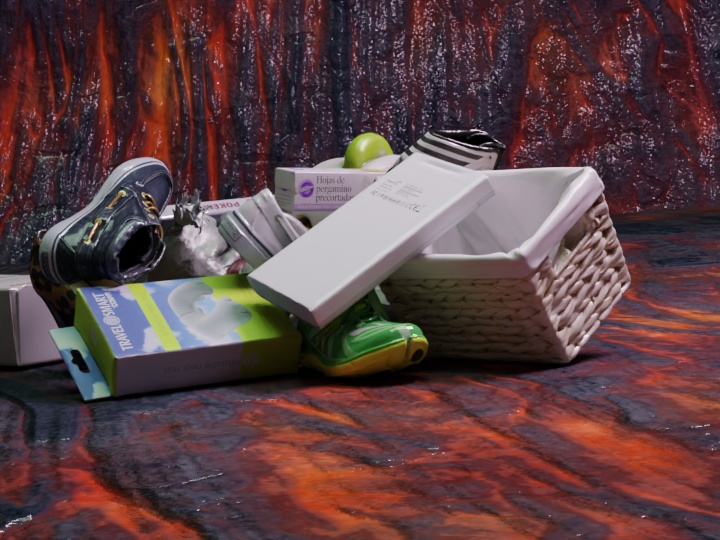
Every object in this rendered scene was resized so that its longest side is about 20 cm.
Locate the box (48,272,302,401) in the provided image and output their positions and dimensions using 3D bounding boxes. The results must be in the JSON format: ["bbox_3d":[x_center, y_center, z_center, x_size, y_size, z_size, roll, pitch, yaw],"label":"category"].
[{"bbox_3d":[-0.166,0.056,1.595,0.198,0.048,0.122,-6,32,-25],"label":"box"}]

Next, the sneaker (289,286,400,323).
[{"bbox_3d":[0.000,0.000,1.811,0.073,0.117,0.199,20,-18,-27],"label":"sneaker"}]

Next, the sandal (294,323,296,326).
[{"bbox_3d":[-0.060,0.037,1.963,0.198,0.080,0.088,2,41,-6],"label":"sandal"}]

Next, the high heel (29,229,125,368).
[{"bbox_3d":[-0.232,0.022,1.703,0.198,0.144,0.071,-6,23,37],"label":"high heel"}]

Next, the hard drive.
[{"bbox_3d":[0.008,-0.030,1.582,0.199,0.027,0.132,-37,27,-16],"label":"hard drive"}]

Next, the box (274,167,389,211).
[{"bbox_3d":[0.009,-0.080,1.765,0.198,0.039,0.041,-1,8,-32],"label":"box"}]

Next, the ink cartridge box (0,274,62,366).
[{"bbox_3d":[-0.373,0.051,1.900,0.199,0.085,0.145,0,6,41],"label":"ink cartridge box"}]

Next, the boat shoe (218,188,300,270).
[{"bbox_3d":[-0.051,0.002,1.684,0.067,0.200,0.074,-42,42,2],"label":"boat shoe"}]

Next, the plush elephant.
[{"bbox_3d":[-0.130,0.016,1.812,0.165,0.154,0.200,-52,-7,-30],"label":"plush elephant"}]

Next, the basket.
[{"bbox_3d":[0.124,-0.003,1.590,0.199,0.124,0.136,2,39,46],"label":"basket"}]

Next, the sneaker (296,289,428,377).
[{"bbox_3d":[-0.009,0.049,1.565,0.073,0.085,0.199,-6,5,-27],"label":"sneaker"}]

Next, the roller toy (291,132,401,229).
[{"bbox_3d":[0.003,-0.043,2.144,0.139,0.202,0.182,0,-29,45],"label":"roller toy"}]

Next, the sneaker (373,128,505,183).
[{"bbox_3d":[0.118,-0.058,1.717,0.115,0.200,0.076,-45,26,12],"label":"sneaker"}]

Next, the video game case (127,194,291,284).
[{"bbox_3d":[-0.183,-0.002,1.986,0.181,0.023,0.201,-8,-39,-38],"label":"video game case"}]

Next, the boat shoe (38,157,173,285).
[{"bbox_3d":[-0.212,-0.043,1.691,0.090,0.071,0.200,5,32,27],"label":"boat shoe"}]
